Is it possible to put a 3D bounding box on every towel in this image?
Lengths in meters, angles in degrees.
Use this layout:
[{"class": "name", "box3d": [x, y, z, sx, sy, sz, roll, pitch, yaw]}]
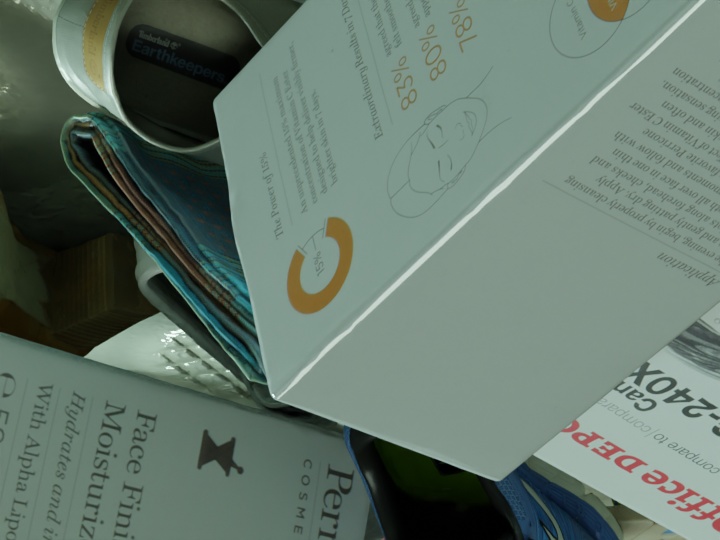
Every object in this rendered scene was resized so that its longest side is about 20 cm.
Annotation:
[{"class": "towel", "box3d": [0.000, 0.000, 0.700, 0.199, 0.147, 0.022, 10, 118, -47]}]

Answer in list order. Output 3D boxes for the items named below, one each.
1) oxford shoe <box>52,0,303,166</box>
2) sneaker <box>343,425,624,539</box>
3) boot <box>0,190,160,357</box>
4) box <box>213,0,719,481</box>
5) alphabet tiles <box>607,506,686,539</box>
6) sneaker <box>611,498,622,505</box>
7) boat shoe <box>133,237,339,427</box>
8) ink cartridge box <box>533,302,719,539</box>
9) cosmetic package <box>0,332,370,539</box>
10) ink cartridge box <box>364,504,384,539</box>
[{"class": "oxford shoe", "box3d": [-0.009, -0.058, 0.668, 0.198, 0.076, 0.058, 14, -172, -16]}, {"class": "sneaker", "box3d": [0.047, 0.109, 0.772, 0.078, 0.089, 0.200, -24, 118, 27]}, {"class": "boot", "box3d": [-0.194, 0.003, 0.815, 0.143, 0.071, 0.201, -20, 150, 36]}, {"class": "box", "box3d": [0.060, -0.053, 0.560, 0.097, 0.125, 0.200, 24, 127, -36]}, {"class": "alphabet tiles", "box3d": [0.126, 0.142, 0.916, 0.198, 0.015, 0.196, -1, 158, -16]}, {"class": "sneaker", "box3d": [0.164, 0.095, 0.957, 0.082, 0.071, 0.200, -4, 165, 9]}, {"class": "boat shoe", "box3d": [-0.026, 0.036, 0.827, 0.073, 0.066, 0.200, -28, 128, 35]}, {"class": "ink cartridge box", "box3d": [0.146, 0.003, 0.633, 0.145, 0.084, 0.200, 30, 133, -31]}, {"class": "cosmetic package", "box3d": [-0.126, 0.130, 0.798, 0.199, 0.166, 0.164, 19, 165, -34]}, {"class": "ink cartridge box", "box3d": [0.025, 0.142, 0.983, 0.199, 0.050, 0.161, -23, 180, 31]}]
